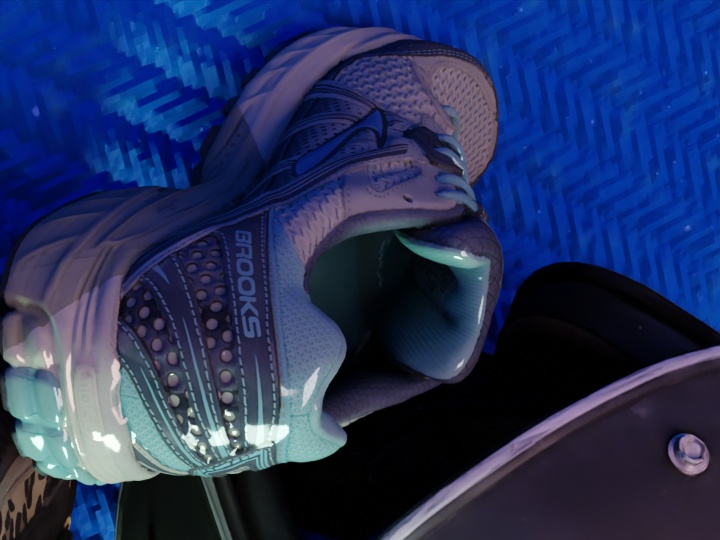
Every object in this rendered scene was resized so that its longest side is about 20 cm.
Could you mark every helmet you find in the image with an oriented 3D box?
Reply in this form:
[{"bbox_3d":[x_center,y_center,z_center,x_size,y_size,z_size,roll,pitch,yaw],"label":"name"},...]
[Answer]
[{"bbox_3d":[0.046,0.099,0.717,0.199,0.190,0.201,-15,117,-31],"label":"helmet"}]

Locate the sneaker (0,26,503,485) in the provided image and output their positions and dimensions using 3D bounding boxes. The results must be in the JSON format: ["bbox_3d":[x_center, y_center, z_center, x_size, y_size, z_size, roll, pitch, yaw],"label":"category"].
[{"bbox_3d":[0.000,0.000,0.682,0.200,0.086,0.078,-43,133,-54],"label":"sneaker"}]

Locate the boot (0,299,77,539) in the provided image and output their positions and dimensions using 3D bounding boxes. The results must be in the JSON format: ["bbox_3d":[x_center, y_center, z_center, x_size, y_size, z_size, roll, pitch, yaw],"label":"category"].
[{"bbox_3d":[-0.115,0.104,0.653,0.200,0.073,0.151,-53,150,-63],"label":"boot"}]
